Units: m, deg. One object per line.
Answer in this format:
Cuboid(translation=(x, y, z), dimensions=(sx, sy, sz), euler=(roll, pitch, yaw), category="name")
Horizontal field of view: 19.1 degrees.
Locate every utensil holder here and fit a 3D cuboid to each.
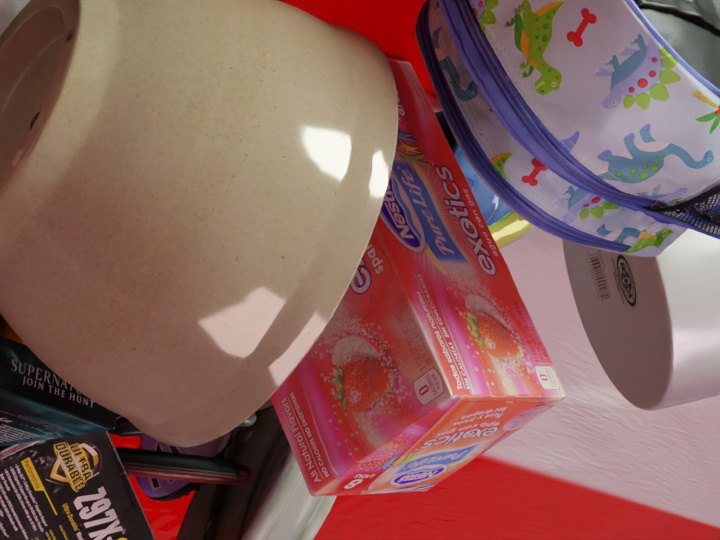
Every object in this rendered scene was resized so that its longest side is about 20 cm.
Cuboid(translation=(0.241, -0.017, 1.278), dimensions=(0.200, 0.170, 0.170), euler=(-15, 156, -14), category="utensil holder")

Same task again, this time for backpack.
Cuboid(translation=(0.113, -0.102, 0.955), dimensions=(0.147, 0.183, 0.200), euler=(-37, 148, 27), category="backpack")

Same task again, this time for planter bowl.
Cuboid(translation=(-0.097, -0.042, 0.915), dimensions=(0.135, 0.200, 0.200), euler=(28, 131, -27), category="planter bowl")

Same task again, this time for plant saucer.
Cuboid(translation=(-0.051, 0.127, 1.295), dimensions=(0.050, 0.200, 0.200), euler=(28, 137, -13), category="plant saucer")

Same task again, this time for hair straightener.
Cuboid(translation=(-0.158, 0.076, 1.229), dimensions=(0.200, 0.077, 0.041), euler=(7, -169, -6), category="hair straightener")

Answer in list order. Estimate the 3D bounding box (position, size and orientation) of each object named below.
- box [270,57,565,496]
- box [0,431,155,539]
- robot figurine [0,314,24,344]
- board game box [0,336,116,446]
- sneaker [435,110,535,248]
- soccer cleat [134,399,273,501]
Cuboid(translation=(0.000, 0.000, 1.046), dimensions=(0.103, 0.200, 0.095), euler=(-37, 155, 32), category="box")
Cuboid(translation=(-0.195, 0.156, 1.165), dimensions=(0.160, 0.049, 0.200), euler=(-27, 137, -10), category="box")
Cuboid(translation=(-0.229, 0.005, 1.001), dimensions=(0.145, 0.058, 0.200), euler=(-3, 160, 11), category="robot figurine")
Cuboid(translation=(-0.228, 0.045, 0.979), dimensions=(0.135, 0.028, 0.200), euler=(-10, 157, 36), category="board game box")
Cuboid(translation=(0.008, -0.030, 1.176), dimensions=(0.200, 0.076, 0.105), euler=(-34, 138, 19), category="sneaker")
Cuboid(translation=(-0.105, 0.078, 1.310), dimensions=(0.073, 0.068, 0.200), euler=(16, 144, -23), category="soccer cleat")
